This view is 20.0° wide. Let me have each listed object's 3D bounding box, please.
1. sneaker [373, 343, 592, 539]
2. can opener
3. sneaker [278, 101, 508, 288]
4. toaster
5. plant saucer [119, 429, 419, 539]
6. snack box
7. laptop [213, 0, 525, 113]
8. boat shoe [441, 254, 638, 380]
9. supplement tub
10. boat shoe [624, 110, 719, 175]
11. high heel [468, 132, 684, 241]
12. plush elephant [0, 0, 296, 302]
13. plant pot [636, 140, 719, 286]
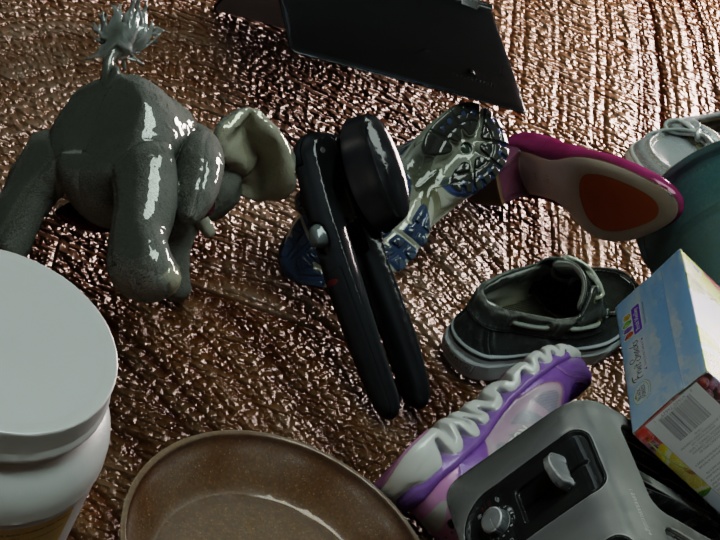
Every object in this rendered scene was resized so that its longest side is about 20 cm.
[{"bbox_3d":[0.095,0.121,1.324,0.089,0.081,0.200,46,45,10],"label":"sneaker"},{"bbox_3d":[0.000,0.000,1.359,0.063,0.078,0.202,-9,85,-28],"label":"can opener"},{"bbox_3d":[0.018,-0.042,1.461,0.199,0.085,0.077,-33,92,-28],"label":"sneaker"},{"bbox_3d":[0.165,0.199,1.203,0.199,0.119,0.182,32,27,-36],"label":"toaster"},{"bbox_3d":[-0.050,0.180,1.188,0.199,0.037,0.201,18,40,-16],"label":"plant saucer"},{"bbox_3d":[0.252,0.104,1.278,0.200,0.068,0.169,41,21,-14],"label":"snack box"},{"bbox_3d":[0.002,-0.163,1.539,0.186,0.200,0.117,13,71,-21],"label":"laptop"},{"bbox_3d":[0.144,0.027,1.458,0.199,0.071,0.072,-18,58,-45],"label":"boat shoe"},{"bbox_3d":[-0.211,0.101,1.038,0.144,0.201,0.145,18,39,-15],"label":"supplement tub"},{"bbox_3d":[0.301,-0.106,1.715,0.201,0.065,0.075,-8,51,-39],"label":"boat shoe"},{"bbox_3d":[0.176,-0.074,1.531,0.199,0.068,0.096,15,32,41],"label":"high heel"},{"bbox_3d":[-0.135,-0.053,1.322,0.155,0.163,0.202,39,57,-52],"label":"plush elephant"},{"bbox_3d":[0.304,0.038,1.466,0.199,0.201,0.197,16,47,-17],"label":"plant pot"}]
